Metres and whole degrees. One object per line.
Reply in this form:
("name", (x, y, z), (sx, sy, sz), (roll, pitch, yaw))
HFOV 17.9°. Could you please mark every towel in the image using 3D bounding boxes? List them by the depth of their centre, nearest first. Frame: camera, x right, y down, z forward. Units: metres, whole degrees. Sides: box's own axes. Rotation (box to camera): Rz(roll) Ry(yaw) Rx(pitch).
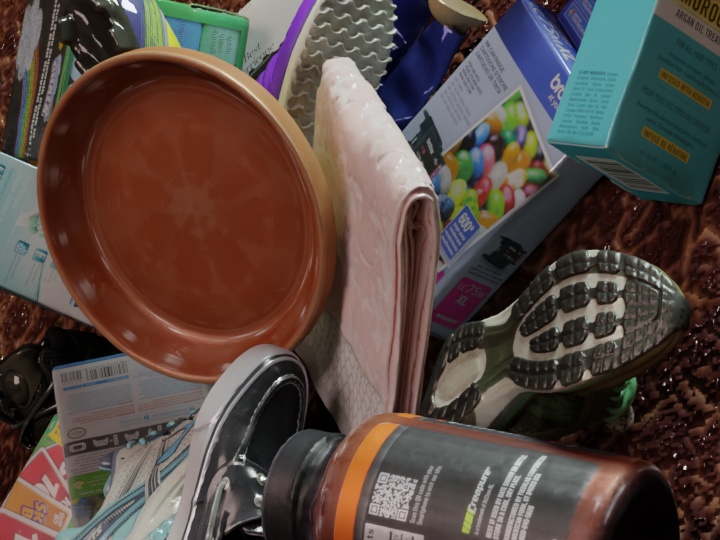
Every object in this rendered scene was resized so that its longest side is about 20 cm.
("towel", (0.000, 0.000, 1.295), (0.200, 0.032, 0.192), (-120, 32, -60))

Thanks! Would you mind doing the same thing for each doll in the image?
("doll", (-0.001, -0.098, 1.440), (0.201, 0.048, 0.137), (-57, 45, 20))

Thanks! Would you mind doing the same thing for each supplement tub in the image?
("supplement tub", (0.051, 0.129, 1.134), (0.199, 0.107, 0.108), (9, 75, 32))

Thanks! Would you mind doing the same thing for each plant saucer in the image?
("plant saucer", (-0.100, -0.033, 1.324), (0.200, 0.201, 0.032), (-34, 1, 35))

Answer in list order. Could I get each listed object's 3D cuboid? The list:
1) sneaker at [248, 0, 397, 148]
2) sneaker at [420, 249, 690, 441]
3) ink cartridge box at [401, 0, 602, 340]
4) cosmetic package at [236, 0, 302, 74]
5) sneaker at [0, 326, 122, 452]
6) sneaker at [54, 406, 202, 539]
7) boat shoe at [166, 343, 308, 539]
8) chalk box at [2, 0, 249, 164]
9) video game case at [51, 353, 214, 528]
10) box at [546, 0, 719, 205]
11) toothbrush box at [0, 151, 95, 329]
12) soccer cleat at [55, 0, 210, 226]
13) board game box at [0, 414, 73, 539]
("sneaker", (-0.051, -0.104, 1.407), (0.099, 0.069, 0.201), (30, 103, 46))
("sneaker", (0.114, 0.049, 1.163), (0.200, 0.088, 0.077), (-28, 47, 54))
("ink cartridge box", (0.083, -0.071, 1.319), (0.200, 0.042, 0.120), (-46, 44, 20))
("cosmetic package", (-0.012, -0.181, 1.505), (0.200, 0.050, 0.083), (-40, 40, 31))
("sneaker", (-0.191, 0.120, 1.494), (0.076, 0.114, 0.200), (-37, 45, 34))
("sneaker", (-0.106, 0.113, 1.330), (0.086, 0.078, 0.200), (20, 51, 27))
("boat shoe", (-0.064, 0.137, 1.254), (0.068, 0.072, 0.201), (5, 65, 44))
("chalk box", (-0.153, -0.120, 1.526), (0.200, 0.123, 0.126), (-163, 83, -68))
("video game case", (-0.107, 0.123, 1.386), (0.142, 0.018, 0.201), (-11, 46, -5))
("box", (0.174, -0.143, 1.218), (0.049, 0.082, 0.201), (10, 77, 52))
("toothbrush box", (-0.237, -0.030, 1.533), (0.146, 0.199, 0.086), (69, -135, -84))
("soccer cleat", (-0.111, -0.091, 1.384), (0.065, 0.084, 0.201), (-32, 82, 34))
("board game box", (-0.142, 0.183, 1.403), (0.200, 0.030, 0.096), (36, 99, 28))
